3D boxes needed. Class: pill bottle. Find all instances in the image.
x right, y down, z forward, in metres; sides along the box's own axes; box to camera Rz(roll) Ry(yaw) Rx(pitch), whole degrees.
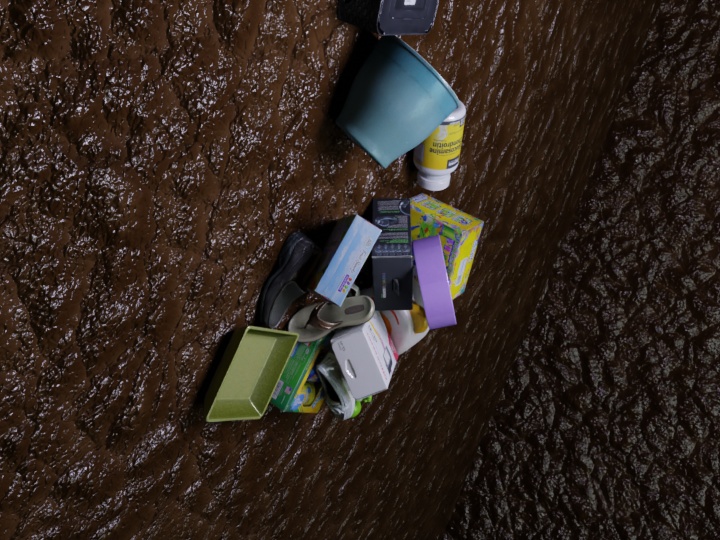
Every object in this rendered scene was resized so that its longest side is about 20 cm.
[{"bbox_3d":[0.180,-0.294,1.648,0.112,0.111,0.203,-38,144,-39],"label":"pill bottle"}]

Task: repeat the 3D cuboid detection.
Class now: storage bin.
[{"bbox_3d":[0.060,-0.505,1.265,0.199,0.093,0.138,-26,136,-51],"label":"storage bin"}]

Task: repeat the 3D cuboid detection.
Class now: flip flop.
[{"bbox_3d":[-0.066,0.096,1.503,0.058,0.195,0.083,54,23,-66],"label":"flip flop"}]

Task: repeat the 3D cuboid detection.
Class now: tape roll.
[{"bbox_3d":[0.166,0.026,1.584,0.200,0.064,0.205,-12,91,-83],"label":"tape roll"}]

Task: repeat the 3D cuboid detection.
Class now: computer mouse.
[{"bbox_3d":[0.000,0.000,1.608,0.034,0.059,0.201,-38,159,-13],"label":"computer mouse"}]

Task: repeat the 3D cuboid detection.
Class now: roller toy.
[{"bbox_3d":[0.075,0.113,1.737,0.139,0.199,0.185,-28,150,-48],"label":"roller toy"}]

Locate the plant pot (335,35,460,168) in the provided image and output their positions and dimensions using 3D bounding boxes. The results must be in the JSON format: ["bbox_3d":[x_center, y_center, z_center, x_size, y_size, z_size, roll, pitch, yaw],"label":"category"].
[{"bbox_3d":[0.056,-0.309,1.345,0.189,0.200,0.199,-48,154,6],"label":"plant pot"}]

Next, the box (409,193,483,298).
[{"bbox_3d":[0.179,-0.056,1.770,0.121,0.190,0.204,-25,136,-49],"label":"box"}]

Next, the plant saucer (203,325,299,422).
[{"bbox_3d":[-0.228,0.201,1.425,0.199,0.047,0.203,19,96,-63],"label":"plant saucer"}]

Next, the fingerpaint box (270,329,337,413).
[{"bbox_3d":[-0.115,0.220,1.616,0.203,0.072,0.166,-63,154,0],"label":"fingerpaint box"}]

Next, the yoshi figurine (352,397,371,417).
[{"bbox_3d":[-0.030,0.323,1.841,0.111,0.112,0.201,-39,151,-10],"label":"yoshi figurine"}]

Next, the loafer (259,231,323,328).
[{"bbox_3d":[-0.140,0.028,1.402,0.072,0.071,0.204,5,109,-61],"label":"loafer"}]

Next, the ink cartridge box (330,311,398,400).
[{"bbox_3d":[0.013,0.178,1.588,0.200,0.084,0.150,-59,126,-74],"label":"ink cartridge box"}]

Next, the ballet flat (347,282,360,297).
[{"bbox_3d":[-0.031,0.017,1.601,0.068,0.062,0.202,-51,151,-24],"label":"ballet flat"}]

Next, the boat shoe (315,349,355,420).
[{"bbox_3d":[-0.061,0.271,1.605,0.064,0.074,0.205,-37,139,-31],"label":"boat shoe"}]

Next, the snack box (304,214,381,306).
[{"bbox_3d":[-0.043,-0.021,1.428,0.171,0.067,0.200,-61,-168,-4],"label":"snack box"}]

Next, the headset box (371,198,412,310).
[{"bbox_3d":[0.072,-0.031,1.604,0.176,0.090,0.203,86,4,-45],"label":"headset box"}]
